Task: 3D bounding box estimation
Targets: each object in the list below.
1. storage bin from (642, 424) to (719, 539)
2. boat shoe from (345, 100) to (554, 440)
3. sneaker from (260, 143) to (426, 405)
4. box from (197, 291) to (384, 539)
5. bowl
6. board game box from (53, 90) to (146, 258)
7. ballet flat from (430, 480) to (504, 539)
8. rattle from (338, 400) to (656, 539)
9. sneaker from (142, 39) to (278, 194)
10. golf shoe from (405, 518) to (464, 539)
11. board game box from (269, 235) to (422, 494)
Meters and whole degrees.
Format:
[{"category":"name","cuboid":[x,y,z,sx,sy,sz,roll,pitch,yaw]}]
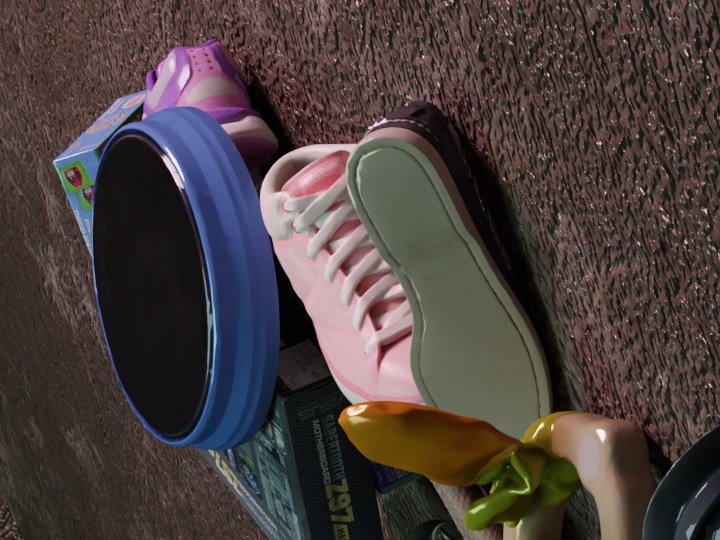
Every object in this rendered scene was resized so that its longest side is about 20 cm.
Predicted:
[{"category":"storage bin","cuboid":[0.188,0.148,1.094,0.134,0.145,0.200,41,153,36]},{"category":"boat shoe","cuboid":[0.055,0.006,1.504,0.200,0.072,0.063,66,-151,-23]},{"category":"sneaker","cuboid":[0.000,0.000,1.603,0.200,0.075,0.105,52,165,55]},{"category":"box","cuboid":[-0.055,0.084,1.793,0.200,0.051,0.158,46,152,51]},{"category":"bowl","cuboid":[-0.105,0.007,1.727,0.201,0.039,0.201,34,128,58]},{"category":"board game box","cuboid":[-0.133,-0.006,1.992,0.151,0.036,0.200,-58,-49,-68]},{"category":"ballet flat","cuboid":[0.054,0.115,1.617,0.067,0.046,0.200,10,-141,-55]},{"category":"rattle","cuboid":[0.070,0.166,1.414,0.130,0.143,0.201,6,91,49]},{"category":"sneaker","cuboid":[-0.104,-0.085,1.850,0.200,0.080,0.089,131,122,-70]},{"category":"golf shoe","cuboid":[0.082,0.234,1.728,0.088,0.077,0.201,-52,-59,-84]},{"category":"board game box","cuboid":[-0.027,0.044,1.824,0.152,0.045,0.200,70,165,-13]}]
